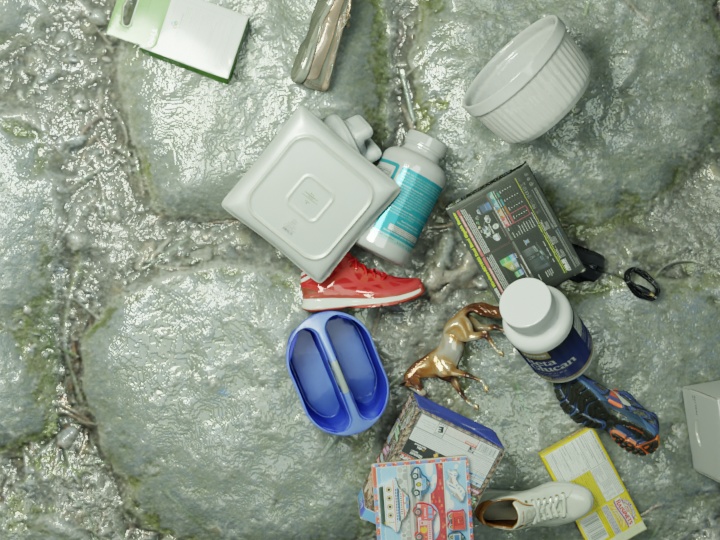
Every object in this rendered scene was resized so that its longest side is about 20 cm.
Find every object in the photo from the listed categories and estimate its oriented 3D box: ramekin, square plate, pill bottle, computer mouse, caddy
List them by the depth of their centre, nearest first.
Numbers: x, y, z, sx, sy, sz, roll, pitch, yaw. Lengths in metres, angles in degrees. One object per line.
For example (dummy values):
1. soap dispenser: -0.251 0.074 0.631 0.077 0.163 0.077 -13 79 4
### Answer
1. square plate: -0.074 -0.109 1.656 0.200 0.028 0.198 39 101 -12
2. ramekin: 0.264 -0.289 1.716 0.105 0.200 0.200 43 87 -15
3. pill bottle: 0.287 0.091 1.718 0.111 0.200 0.112 -13 58 22
4. caddy: -0.038 0.159 1.733 0.141 0.105 0.201 -23 98 -7
5. pill bottle: 0.064 -0.118 1.738 0.110 0.111 0.201 27 89 -7
6. computer mouse: 0.407 0.005 1.819 0.199 0.034 0.059 18 89 -7

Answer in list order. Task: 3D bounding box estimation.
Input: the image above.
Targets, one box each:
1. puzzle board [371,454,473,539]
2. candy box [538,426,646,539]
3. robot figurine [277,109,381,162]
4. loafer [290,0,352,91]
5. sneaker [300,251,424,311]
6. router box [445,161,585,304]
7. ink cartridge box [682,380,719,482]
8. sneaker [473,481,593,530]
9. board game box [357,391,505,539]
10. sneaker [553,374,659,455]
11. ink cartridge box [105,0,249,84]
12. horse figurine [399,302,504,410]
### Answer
1. puzzle board: 0.099 0.390 1.705 0.150 0.017 0.201 -5 99 -3
2. candy box: 0.386 0.367 1.833 0.102 0.026 0.201 -28 95 -5
3. robot figurine: -0.069 -0.168 1.720 0.199 0.113 0.170 -26 119 -5
4. loafer: -0.048 -0.382 1.744 0.063 0.072 0.201 21 96 -23
5. sneaker: 0.000 0.000 1.752 0.199 0.078 0.116 -7 94 -7
6. router box: 0.248 -0.052 1.769 0.149 0.062 0.201 -29 94 10
7. ink cartridge box: 0.654 0.253 1.799 0.199 0.146 0.148 -9 93 -6
8. sneaker: 0.283 0.391 1.782 0.199 0.085 0.073 -6 98 1
9. board game box: 0.110 0.324 1.753 0.159 0.097 0.201 26 97 -7
10. sneaker: 0.405 0.224 1.814 0.200 0.078 0.075 36 128 6
11. ink cartridge box: -0.282 -0.375 1.715 0.199 0.059 0.104 19 89 -7
12. horse figurine: 0.165 0.130 1.780 0.132 0.050 0.201 29 99 16
